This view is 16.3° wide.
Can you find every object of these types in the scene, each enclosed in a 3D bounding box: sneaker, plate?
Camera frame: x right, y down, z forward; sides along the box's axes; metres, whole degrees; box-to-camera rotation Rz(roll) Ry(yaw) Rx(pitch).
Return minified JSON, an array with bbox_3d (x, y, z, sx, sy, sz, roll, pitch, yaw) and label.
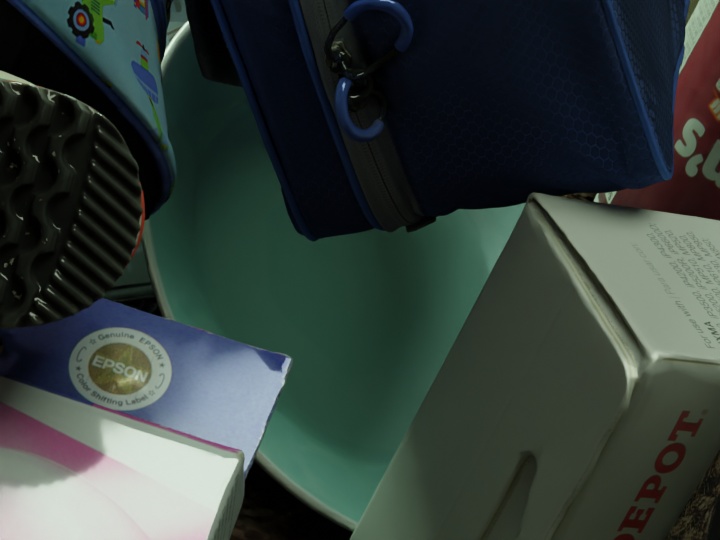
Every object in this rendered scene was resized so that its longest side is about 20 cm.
[{"bbox_3d":[-0.146,-0.027,0.603,0.199,0.071,0.093,11,-1,2],"label":"sneaker"},{"bbox_3d":[0.000,0.000,0.829,0.200,0.026,0.201,22,54,-35],"label":"plate"}]

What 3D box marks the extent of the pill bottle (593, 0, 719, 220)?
[{"bbox_3d":[0.147,-0.032,0.887,0.109,0.200,0.110,20,29,-11],"label":"pill bottle"}]

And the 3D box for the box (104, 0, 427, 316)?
[{"bbox_3d":[-0.079,-0.076,0.860,0.160,0.044,0.200,-7,68,-46],"label":"box"}]

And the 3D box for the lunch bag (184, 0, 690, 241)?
[{"bbox_3d":[0.020,-0.098,0.756,0.132,0.136,0.200,-10,29,17],"label":"lunch bag"}]

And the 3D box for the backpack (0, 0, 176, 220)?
[{"bbox_3d":[-0.133,-0.098,0.702,0.200,0.182,0.135,43,56,-37],"label":"backpack"}]

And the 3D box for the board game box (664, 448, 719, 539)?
[{"bbox_3d":[0.143,0.119,0.636,0.097,0.200,0.160,15,30,-20],"label":"board game box"}]

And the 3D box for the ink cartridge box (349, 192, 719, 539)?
[{"bbox_3d":[0.116,0.066,0.758,0.200,0.145,0.083,7,33,-31],"label":"ink cartridge box"}]

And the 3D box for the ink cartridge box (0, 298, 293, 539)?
[{"bbox_3d":[-0.133,0.056,0.578,0.196,0.043,0.200,17,53,3],"label":"ink cartridge box"}]

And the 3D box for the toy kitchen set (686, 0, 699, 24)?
[{"bbox_3d":[0.119,-0.160,1.049,0.180,0.163,0.200,44,16,-33],"label":"toy kitchen set"}]
